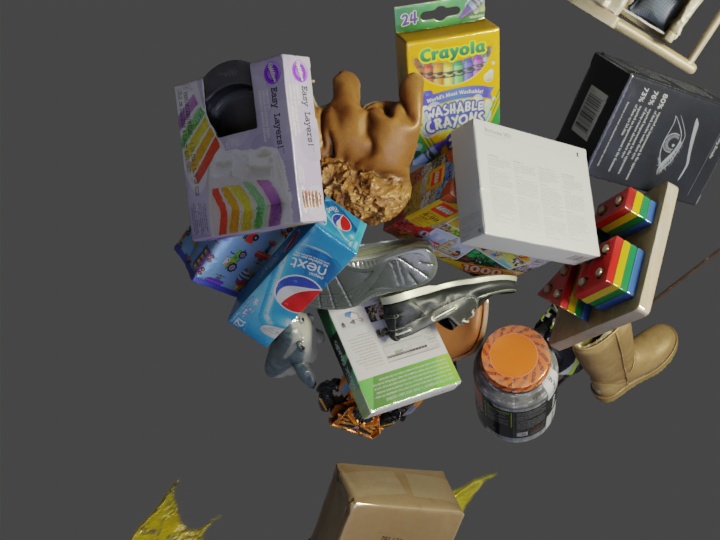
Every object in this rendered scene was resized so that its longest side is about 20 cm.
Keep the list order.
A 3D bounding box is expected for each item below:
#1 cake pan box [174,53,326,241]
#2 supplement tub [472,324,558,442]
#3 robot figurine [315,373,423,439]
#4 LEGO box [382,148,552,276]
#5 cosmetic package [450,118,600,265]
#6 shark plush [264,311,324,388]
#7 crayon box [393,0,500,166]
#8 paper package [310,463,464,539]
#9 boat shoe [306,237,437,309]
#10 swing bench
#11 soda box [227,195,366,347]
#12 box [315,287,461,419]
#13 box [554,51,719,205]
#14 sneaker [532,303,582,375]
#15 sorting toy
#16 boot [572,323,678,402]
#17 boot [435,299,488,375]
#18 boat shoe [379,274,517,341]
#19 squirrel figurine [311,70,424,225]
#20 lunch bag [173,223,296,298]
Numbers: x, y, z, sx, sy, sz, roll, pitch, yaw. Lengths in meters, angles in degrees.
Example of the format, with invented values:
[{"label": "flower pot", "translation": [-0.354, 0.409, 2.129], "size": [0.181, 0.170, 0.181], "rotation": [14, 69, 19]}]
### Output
[{"label": "cake pan box", "translation": [-0.130, -0.142, 1.183], "size": [0.052, 0.184, 0.201], "rotation": [-6, 91, -53]}, {"label": "supplement tub", "translation": [0.227, 0.165, 1.487], "size": [0.122, 0.123, 0.200], "rotation": [-23, 151, -4]}, {"label": "robot figurine", "translation": [0.019, 0.179, 1.468], "size": [0.145, 0.058, 0.200], "rotation": [20, 137, -15]}, {"label": "LEGO box", "translation": [0.155, -0.069, 1.360], "size": [0.200, 0.077, 0.149], "rotation": [25, 150, -27]}, {"label": "cosmetic package", "translation": [0.209, -0.096, 1.281], "size": [0.199, 0.052, 0.151], "rotation": [9, 71, -34]}, {"label": "shark plush", "translation": [-0.106, 0.095, 1.387], "size": [0.083, 0.091, 0.200], "rotation": [3, 154, 9]}, {"label": "crayon box", "translation": [0.113, -0.244, 1.311], "size": [0.125, 0.052, 0.201], "rotation": [-12, 120, -11]}, {"label": "paper package", "translation": [0.036, 0.413, 1.617], "size": [0.199, 0.104, 0.191], "rotation": [9, 116, -22]}, {"label": "boat shoe", "translation": [0.000, -0.002, 1.335], "size": [0.201, 0.065, 0.075], "rotation": [-14, 114, 7]}, {"label": "swing bench", "translation": [0.372, -0.388, 1.267], "size": [0.200, 0.130, 0.199], "rotation": [21, 110, -26]}, {"label": "soda box", "translation": [-0.080, 0.004, 1.242], "size": [0.064, 0.068, 0.200], "rotation": [35, 125, -13]}, {"label": "box", "translation": [0.032, 0.088, 1.377], "size": [0.144, 0.200, 0.036], "rotation": [-14, 157, -25]}, {"label": "box", "translation": [0.393, -0.193, 1.395], "size": [0.199, 0.104, 0.148], "rotation": [13, 113, -24]}, {"label": "sneaker", "translation": [0.305, 0.084, 1.538], "size": [0.083, 0.072, 0.201], "rotation": [-7, 119, -12]}, {"label": "sorting toy", "translation": [0.321, -0.014, 1.379], "size": [0.069, 0.199, 0.200], "rotation": [28, 63, -14]}, {"label": "boot", "translation": [0.405, 0.106, 1.536], "size": [0.175, 0.066, 0.200], "rotation": [-42, 143, -8]}, {"label": "boot", "translation": [0.087, 0.086, 1.466], "size": [0.155, 0.077, 0.200], "rotation": [13, 132, -16]}, {"label": "boat shoe", "translation": [0.123, 0.046, 1.372], "size": [0.199, 0.072, 0.068], "rotation": [-12, 88, -21]}, {"label": "squirrel figurine", "translation": [-0.032, -0.145, 1.246], "size": [0.186, 0.142, 0.201], "rotation": [5, 80, -12]}, {"label": "lunch bag", "translation": [-0.116, -0.029, 1.344], "size": [0.200, 0.094, 0.151], "rotation": [29, 104, -38]}]
